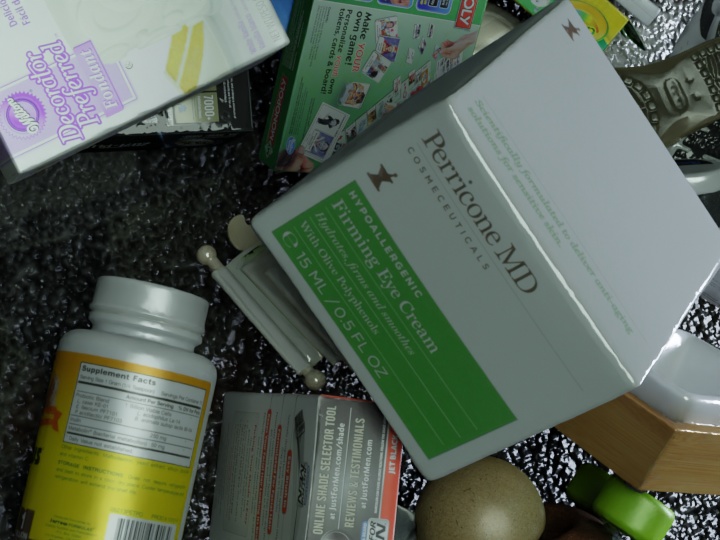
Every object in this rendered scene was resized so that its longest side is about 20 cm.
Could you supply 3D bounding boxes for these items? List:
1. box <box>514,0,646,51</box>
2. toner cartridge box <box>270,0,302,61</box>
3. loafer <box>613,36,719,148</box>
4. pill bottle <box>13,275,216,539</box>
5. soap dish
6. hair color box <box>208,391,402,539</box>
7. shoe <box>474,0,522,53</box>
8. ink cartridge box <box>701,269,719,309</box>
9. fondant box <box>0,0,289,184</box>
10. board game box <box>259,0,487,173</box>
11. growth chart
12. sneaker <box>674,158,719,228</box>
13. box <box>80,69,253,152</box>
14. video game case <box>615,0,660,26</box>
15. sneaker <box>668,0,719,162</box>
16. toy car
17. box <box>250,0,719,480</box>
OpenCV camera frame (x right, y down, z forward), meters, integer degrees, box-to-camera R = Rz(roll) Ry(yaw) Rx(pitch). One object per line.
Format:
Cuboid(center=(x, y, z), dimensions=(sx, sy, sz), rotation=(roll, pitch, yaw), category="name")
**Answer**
Cuboid(center=(0.121, -0.224, 1.211), dimensions=(0.200, 0.117, 0.048), rotation=(35, 103, -14), category="box")
Cuboid(center=(0.002, -0.143, 1.150), dimensions=(0.095, 0.043, 0.200), rotation=(-37, 126, -9), category="toner cartridge box")
Cuboid(center=(0.202, -0.114, 1.201), dimensions=(0.199, 0.067, 0.076), rotation=(-15, 80, -9), category="loafer")
Cuboid(center=(-0.159, 0.110, 1.089), dimensions=(0.109, 0.109, 0.201), rotation=(15, 81, -19), category="pill bottle")
Cuboid(center=(0.219, 0.098, 1.182), dimensions=(0.200, 0.157, 0.082), rotation=(10, 109, -45), category="soap dish")
Cuboid(center=(-0.039, 0.138, 1.083), dimensions=(0.064, 0.200, 0.111), rotation=(8, 84, -20), category="hair color box")
Cuboid(center=(0.139, -0.128, 1.233), dimensions=(0.070, 0.053, 0.200), rotation=(-48, 110, -11), category="shoe")
Cuboid(center=(0.334, -0.050, 1.234), dimensions=(0.084, 0.200, 0.146), rotation=(32, 76, -15), category="ink cartridge box")
Cuboid(center=(-0.165, -0.164, 1.040), dimensions=(0.199, 0.058, 0.145), rotation=(-29, 97, -19), category="fondant box")
Cuboid(center=(0.016, -0.159, 1.104), dimensions=(0.134, 0.029, 0.201), rotation=(4, 110, -32), category="board game box")
Cuboid(center=(0.000, 0.000, 1.115), dimensions=(0.199, 0.018, 0.145), rotation=(-22, 65, -32), category="growth chart")
Cuboid(center=(0.170, -0.017, 1.204), dimensions=(0.199, 0.073, 0.112), rotation=(-3, 105, 11), category="sneaker")
Cuboid(center=(-0.168, -0.185, 1.117), dimensions=(0.163, 0.086, 0.201), rotation=(-5, 88, -20), category="box")
Cuboid(center=(0.129, -0.260, 1.208), dimensions=(0.200, 0.143, 0.017), rotation=(37, 103, -15), category="video game case")
Cuboid(center=(0.268, -0.135, 1.290), dimensions=(0.074, 0.080, 0.201), rotation=(27, 95, -17), category="sneaker")
Cuboid(center=(0.089, 0.182, 1.164), dimensions=(0.200, 0.158, 0.165), rotation=(34, 86, -5), category="toy car")
Cuboid(center=(0.085, -0.020, 1.000), dimensions=(0.199, 0.171, 0.200), rotation=(56, 36, -6), category="box")
